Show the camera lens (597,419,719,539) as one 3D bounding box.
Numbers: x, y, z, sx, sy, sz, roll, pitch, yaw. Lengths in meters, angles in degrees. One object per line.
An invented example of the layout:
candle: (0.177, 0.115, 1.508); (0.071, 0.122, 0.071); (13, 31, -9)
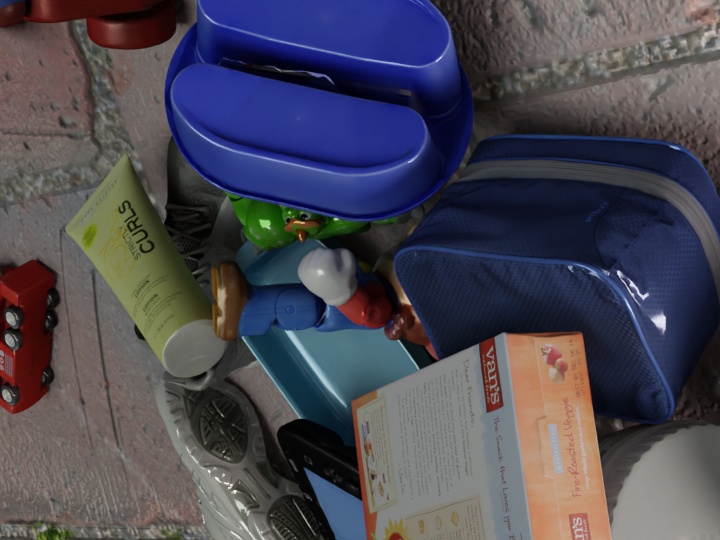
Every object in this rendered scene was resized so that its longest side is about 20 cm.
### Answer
camera lens: (0.172, 0.179, 1.098); (0.160, 0.160, 0.200); (58, 157, 0)

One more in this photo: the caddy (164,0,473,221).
caddy: (-0.028, -0.111, 1.112); (0.199, 0.142, 0.105); (13, 168, 6)

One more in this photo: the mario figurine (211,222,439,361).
mario figurine: (0.000, 0.000, 1.192); (0.124, 0.199, 0.106); (-101, 13, -52)

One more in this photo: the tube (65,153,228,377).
tube: (-0.158, -0.002, 1.284); (0.200, 0.058, 0.052); (53, 155, 43)

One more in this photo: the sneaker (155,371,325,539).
sneaker: (-0.113, 0.173, 1.451); (0.200, 0.078, 0.099); (57, 141, 3)

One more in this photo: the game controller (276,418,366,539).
game controller: (-0.002, 0.181, 1.325); (0.104, 0.042, 0.200); (18, 149, 26)

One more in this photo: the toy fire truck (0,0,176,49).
toy fire truck: (-0.230, -0.213, 1.267); (0.200, 0.168, 0.113); (21, 126, 33)

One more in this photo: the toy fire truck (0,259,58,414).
toy fire truck: (-0.335, 0.017, 1.583); (0.141, 0.049, 0.201); (33, 132, 25)

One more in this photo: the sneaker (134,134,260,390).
sneaker: (-0.128, -0.001, 1.333); (0.075, 0.115, 0.201); (3, 115, 42)

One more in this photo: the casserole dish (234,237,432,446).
casserole dish: (-0.015, 0.054, 1.306); (0.121, 0.039, 0.200); (-37, 88, 38)

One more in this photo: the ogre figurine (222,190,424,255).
ogre figurine: (-0.026, -0.080, 1.216); (0.199, 0.098, 0.120); (-13, 93, 12)

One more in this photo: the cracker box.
cracker box: (0.067, 0.123, 1.058); (0.200, 0.057, 0.135); (-30, 63, 60)

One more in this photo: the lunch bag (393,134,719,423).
lunch bag: (0.128, -0.004, 1.090); (0.199, 0.132, 0.136); (8, 137, 41)
